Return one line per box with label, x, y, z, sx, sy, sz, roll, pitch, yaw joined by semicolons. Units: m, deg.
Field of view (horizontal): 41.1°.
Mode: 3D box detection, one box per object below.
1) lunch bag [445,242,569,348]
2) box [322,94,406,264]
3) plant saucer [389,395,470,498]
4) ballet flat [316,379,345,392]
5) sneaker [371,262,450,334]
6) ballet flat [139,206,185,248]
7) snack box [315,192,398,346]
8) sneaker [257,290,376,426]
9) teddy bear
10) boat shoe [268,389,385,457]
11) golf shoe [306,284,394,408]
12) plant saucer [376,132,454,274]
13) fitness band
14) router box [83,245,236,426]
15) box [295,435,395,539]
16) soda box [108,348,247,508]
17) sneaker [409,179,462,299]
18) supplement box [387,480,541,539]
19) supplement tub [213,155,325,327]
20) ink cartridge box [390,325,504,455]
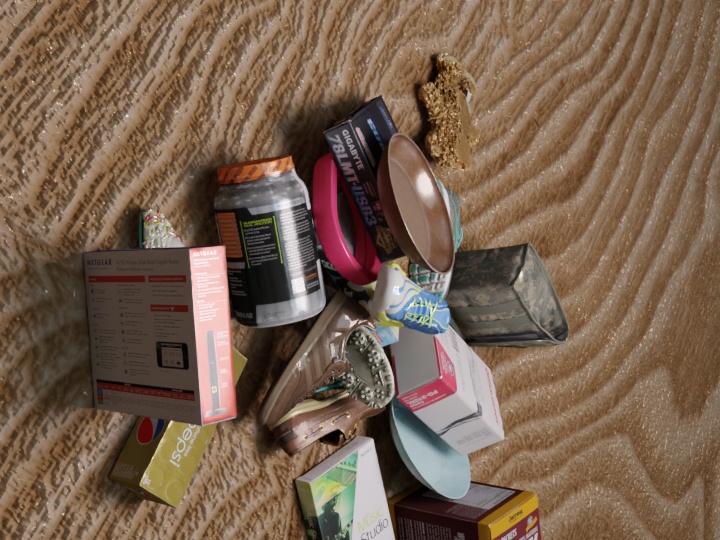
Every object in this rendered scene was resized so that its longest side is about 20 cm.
lunch bag;0.237;0.064;1.588;0.200;0.163;0.118;53;48;-34
box;0.031;-0.134;1.359;0.201;0.049;0.199;65;20;-11
plant saucer;0.097;0.263;1.482;0.201;0.039;0.202;43;28;-30
ballet flat;-0.026;0.137;1.366;0.199;0.067;0.071;3;74;-51
sneaker;0.070;0.039;1.255;0.200;0.104;0.076;78;23;-82
ballet flat;-0.220;0.024;1.129;0.076;0.063;0.202;9;77;-82
snack box;0.000;0.000;1.381;0.201;0.037;0.117;57;25;-32
sneaker;-0.055;0.126;1.237;0.075;0.070;0.201;34;88;-4
teddy bear;0.144;-0.256;1.568;0.145;0.066;0.202;9;77;-58
boat shoe;-0.040;0.211;1.328;0.199;0.072;0.068;-7;64;-44
golf shoe;-0.006;0.097;1.322;0.201;0.078;0.097;56;19;17
plant saucer;0.070;-0.085;1.298;0.200;0.036;0.202;47;32;-42
fitness band;-0.019;-0.069;1.290;0.144;0.037;0.201;51;27;-41
router box;-0.220;0.066;1.038;0.049;0.199;0.181;-7;95;-47
box;-0.016;0.363;1.396;0.144;0.036;0.202;-27;109;-46
soda box;-0.215;0.175;1.147;0.068;0.064;0.201;45;58;-39
sneaker;0.133;-0.042;1.541;0.091;0.077;0.202;8;86;-52
supplement box;0.162;0.442;1.477;0.132;0.199;0.199;-15;101;-47
supplement tub;-0.117;-0.038;1.216;0.122;0.122;0.202;-21;106;-47
ink cartridge box;0.133;0.173;1.487;0.200;0.084;0.145;46;27;-38
